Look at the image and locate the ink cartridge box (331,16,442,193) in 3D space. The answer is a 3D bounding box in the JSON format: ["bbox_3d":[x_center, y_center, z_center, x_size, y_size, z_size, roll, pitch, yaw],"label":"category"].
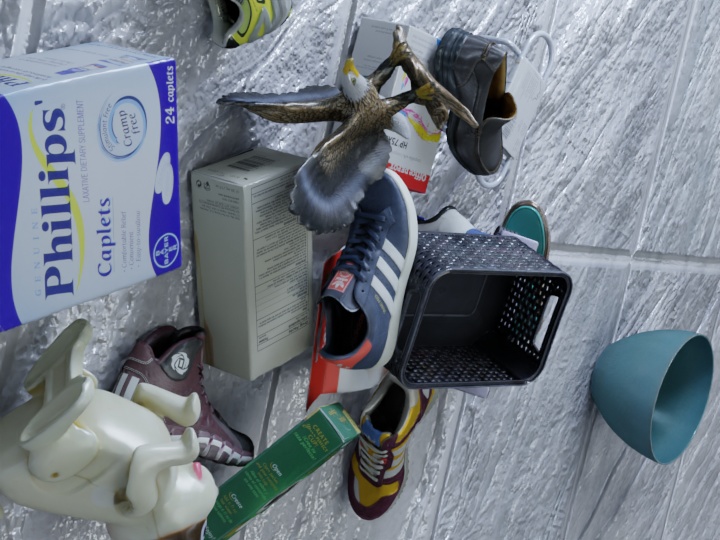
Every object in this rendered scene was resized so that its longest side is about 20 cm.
[{"bbox_3d":[0.031,-0.153,1.451,0.116,0.067,0.202,9,97,-56],"label":"ink cartridge box"}]

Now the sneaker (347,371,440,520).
[{"bbox_3d":[0.021,0.196,1.563,0.090,0.074,0.202,-6,117,-61],"label":"sneaker"}]

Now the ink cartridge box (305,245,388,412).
[{"bbox_3d":[-0.002,0.051,1.452,0.200,0.050,0.164,-42,141,-73],"label":"ink cartridge box"}]

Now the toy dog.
[{"bbox_3d":[-0.210,0.177,1.167,0.200,0.140,0.194,41,93,-25],"label":"toy dog"}]

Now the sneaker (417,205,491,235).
[{"bbox_3d":[0.073,0.002,1.566,0.080,0.115,0.200,-4,137,-47],"label":"sneaker"}]

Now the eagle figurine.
[{"bbox_3d":[-0.019,-0.142,1.284,0.199,0.152,0.152,-35,122,-11],"label":"eagle figurine"}]

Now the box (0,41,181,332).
[{"bbox_3d":[-0.246,-0.071,1.083,0.199,0.104,0.186,-23,121,-46],"label":"box"}]

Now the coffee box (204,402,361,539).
[{"bbox_3d":[-0.094,0.206,1.344,0.199,0.044,0.123,-39,172,6],"label":"coffee box"}]

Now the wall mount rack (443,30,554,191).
[{"bbox_3d":[0.172,-0.182,1.633,0.174,0.074,0.201,39,73,-49],"label":"wall mount rack"}]

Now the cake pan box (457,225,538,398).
[{"bbox_3d":[0.153,0.048,1.639,0.184,0.052,0.202,-152,-100,-88],"label":"cake pan box"}]

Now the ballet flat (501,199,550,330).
[{"bbox_3d":[0.214,-0.011,1.775,0.067,0.067,0.202,-54,150,-55],"label":"ballet flat"}]

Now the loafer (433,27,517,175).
[{"bbox_3d":[0.133,-0.169,1.469,0.073,0.072,0.201,-60,150,-25],"label":"loafer"}]

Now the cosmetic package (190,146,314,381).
[{"bbox_3d":[-0.103,-0.008,1.330,0.105,0.071,0.202,-26,124,-48],"label":"cosmetic package"}]

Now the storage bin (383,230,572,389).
[{"bbox_3d":[0.109,0.041,1.436,0.198,0.094,0.136,2,115,-36],"label":"storage bin"}]

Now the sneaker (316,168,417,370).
[{"bbox_3d":[0.000,0.000,1.337,0.084,0.074,0.202,-1,97,-49],"label":"sneaker"}]

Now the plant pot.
[{"bbox_3d":[0.426,0.175,2.065,0.199,0.134,0.202,-25,123,-46],"label":"plant pot"}]

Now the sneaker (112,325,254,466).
[{"bbox_3d":[-0.155,0.116,1.314,0.200,0.075,0.117,28,78,-53],"label":"sneaker"}]

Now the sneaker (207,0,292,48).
[{"bbox_3d":[-0.115,-0.283,1.195,0.076,0.075,0.201,-47,136,-31],"label":"sneaker"}]
